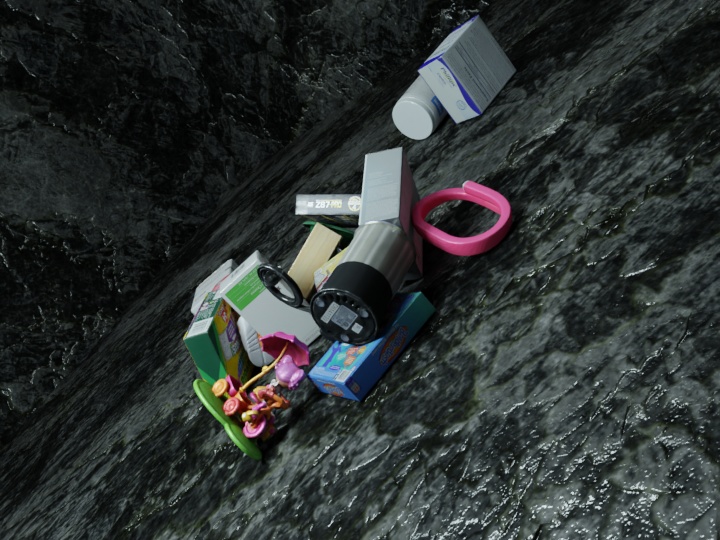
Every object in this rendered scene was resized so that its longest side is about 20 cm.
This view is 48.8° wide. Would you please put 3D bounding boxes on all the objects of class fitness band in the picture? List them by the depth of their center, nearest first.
[{"bbox_3d":[0.178,-0.094,1.394,0.143,0.037,0.200,-36,39,-18],"label":"fitness band"}]

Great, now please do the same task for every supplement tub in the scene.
[{"bbox_3d":[0.190,-0.476,2.231,0.132,0.132,0.200,-19,29,50],"label":"supplement tub"}]

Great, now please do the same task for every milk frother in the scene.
[{"bbox_3d":[-0.040,0.000,1.312,0.180,0.200,0.188,-30,20,42],"label":"milk frother"}]

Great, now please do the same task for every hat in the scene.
[{"bbox_3d":[-0.071,-0.004,1.781,0.200,0.165,0.177,57,-132,-85],"label":"hat"}]

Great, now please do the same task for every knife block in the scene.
[{"bbox_3d":[-0.122,0.020,1.686,0.176,0.064,0.200,-54,-9,-45],"label":"knife block"}]

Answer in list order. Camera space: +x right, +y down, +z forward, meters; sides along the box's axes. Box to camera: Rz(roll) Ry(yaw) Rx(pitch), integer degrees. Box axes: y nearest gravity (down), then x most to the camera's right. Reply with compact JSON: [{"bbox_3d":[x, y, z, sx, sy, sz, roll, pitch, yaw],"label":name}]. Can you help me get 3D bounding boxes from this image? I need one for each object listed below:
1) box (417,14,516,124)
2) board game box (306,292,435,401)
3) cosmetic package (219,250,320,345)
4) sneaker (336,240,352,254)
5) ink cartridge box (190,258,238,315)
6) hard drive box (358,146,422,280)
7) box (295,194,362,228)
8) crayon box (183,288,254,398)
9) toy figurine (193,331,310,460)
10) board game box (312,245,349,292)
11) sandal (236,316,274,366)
[{"bbox_3d":[0.277,-0.518,2.057,0.105,0.184,0.200,-12,33,55],"label":"box"},{"bbox_3d":[0.015,0.121,1.313,0.200,0.045,0.152,-49,18,-19],"label":"board game box"},{"bbox_3d":[-0.174,0.071,1.577,0.108,0.200,0.085,-43,16,4],"label":"cosmetic package"},{"bbox_3d":[0.039,-0.062,1.649,0.200,0.079,0.075,-34,18,18],"label":"sneaker"},{"bbox_3d":[-0.400,0.064,2.272,0.146,0.085,0.200,-40,19,6],"label":"ink cartridge box"},{"bbox_3d":[0.061,-0.102,1.466,0.077,0.156,0.200,-10,43,15],"label":"hard drive box"},{"bbox_3d":[-0.024,-0.124,1.698,0.161,0.049,0.200,0,-5,24],"label":"box"},{"bbox_3d":[-0.282,0.156,1.637,0.058,0.173,0.200,-17,23,12],"label":"crayon box"},{"bbox_3d":[-0.159,0.193,1.353,0.184,0.150,0.200,-45,40,-1],"label":"toy figurine"},{"bbox_3d":[0.000,0.000,1.578,0.200,0.035,0.136,-36,39,16],"label":"board game box"},{"bbox_3d":[-0.223,0.098,1.662,0.079,0.207,0.059,-11,-5,-29],"label":"sandal"}]
